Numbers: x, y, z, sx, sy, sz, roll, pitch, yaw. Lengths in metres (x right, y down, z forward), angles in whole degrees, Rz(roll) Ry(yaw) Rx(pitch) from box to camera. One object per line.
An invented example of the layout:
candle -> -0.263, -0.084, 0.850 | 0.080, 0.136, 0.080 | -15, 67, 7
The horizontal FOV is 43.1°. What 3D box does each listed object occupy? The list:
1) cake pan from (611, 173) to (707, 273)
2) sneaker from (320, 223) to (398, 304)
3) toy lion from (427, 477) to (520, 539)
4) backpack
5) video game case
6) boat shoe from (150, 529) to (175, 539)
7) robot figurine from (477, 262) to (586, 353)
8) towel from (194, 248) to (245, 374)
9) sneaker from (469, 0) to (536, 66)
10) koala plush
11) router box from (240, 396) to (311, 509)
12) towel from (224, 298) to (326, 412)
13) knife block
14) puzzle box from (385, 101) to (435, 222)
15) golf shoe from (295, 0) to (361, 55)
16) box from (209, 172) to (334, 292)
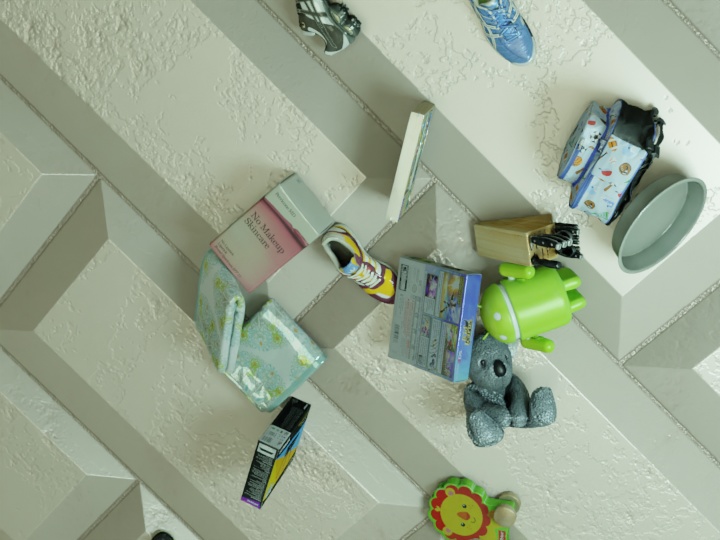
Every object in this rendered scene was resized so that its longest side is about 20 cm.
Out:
cake pan -> 0.509, -0.084, 1.566 | 0.037, 0.199, 0.201 | 48, 118, 36
sneaker -> 0.000, 0.000, 1.760 | 0.200, 0.090, 0.075 | 42, 112, -3
toy lion -> 0.236, 0.530, 1.898 | 0.190, 0.069, 0.202 | 3, 109, 21
backpack -> 0.418, -0.184, 1.549 | 0.153, 0.200, 0.192 | 21, 119, 13
video game case -> 0.137, 0.087, 1.709 | 0.180, 0.045, 0.202 | 17, 104, 49
boat shoe -> -0.488, 0.696, 2.131 | 0.073, 0.063, 0.203 | 31, 111, 5
robot figurine -> 0.309, 0.062, 1.675 | 0.198, 0.116, 0.177 | -19, 110, 1
towel -> -0.279, 0.082, 1.815 | 0.048, 0.171, 0.202 | -6, 128, -28
sneaker -> 0.233, -0.436, 1.565 | 0.075, 0.077, 0.201 | -34, 99, 20
koala plush -> 0.250, 0.210, 1.739 | 0.176, 0.184, 0.202 | -18, 90, -9
router box -> -0.172, 0.370, 1.867 | 0.051, 0.200, 0.150 | 22, 113, 8
towel -> -0.190, 0.181, 1.884 | 0.171, 0.048, 0.200 | 46, 112, -4
knife block -> 0.295, -0.046, 1.625 | 0.198, 0.176, 0.065 | -6, 105, 16
puzzle box -> 0.090, -0.199, 1.649 | 0.025, 0.133, 0.202 | 17, 112, 8
golf shoe -> -0.093, -0.475, 1.635 | 0.094, 0.078, 0.200 | -42, 93, 23
box -> -0.172, -0.073, 1.769 | 0.200, 0.109, 0.128 | -38, 95, 22
